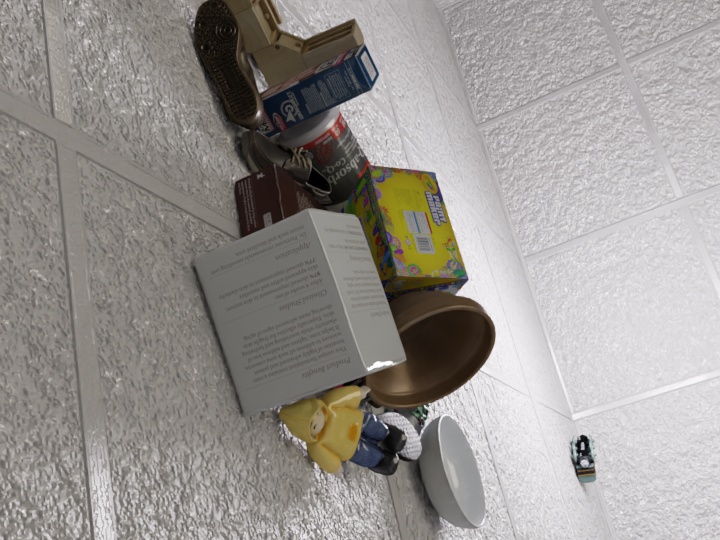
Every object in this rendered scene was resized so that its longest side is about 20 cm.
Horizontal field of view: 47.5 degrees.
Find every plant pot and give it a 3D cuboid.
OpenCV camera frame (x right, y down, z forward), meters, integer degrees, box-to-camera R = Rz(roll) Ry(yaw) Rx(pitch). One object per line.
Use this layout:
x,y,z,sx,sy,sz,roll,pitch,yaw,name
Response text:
0.082,0.096,1.156,0.201,0.201,0.093,47,9,-48,plant pot

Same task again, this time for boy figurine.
-0.023,0.206,1.078,0.200,0.064,0.125,35,73,-43,boy figurine

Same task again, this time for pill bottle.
-0.044,-0.174,1.403,0.200,0.116,0.116,56,22,-31,pill bottle

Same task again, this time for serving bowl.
0.151,0.357,1.436,0.200,0.066,0.200,55,23,-37,serving bowl

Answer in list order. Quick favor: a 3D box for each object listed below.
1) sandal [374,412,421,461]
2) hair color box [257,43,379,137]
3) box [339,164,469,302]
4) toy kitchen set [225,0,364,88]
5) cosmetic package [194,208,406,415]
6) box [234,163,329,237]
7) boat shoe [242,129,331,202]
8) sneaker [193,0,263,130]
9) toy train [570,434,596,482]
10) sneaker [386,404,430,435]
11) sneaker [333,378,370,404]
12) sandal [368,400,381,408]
0.023,0.253,1.244,0.200,0.048,0.075,21,50,-49,sandal
-0.076,-0.285,1.304,0.061,0.200,0.100,62,19,-20,hair color box
0.047,-0.021,1.260,0.122,0.193,0.200,3,57,-26,box
-0.113,-0.455,1.417,0.163,0.180,0.200,-84,151,-56,toy kitchen set
-0.070,0.049,1.007,0.166,0.167,0.200,-1,72,-71,cosmetic package
-0.097,-0.061,1.203,0.200,0.075,0.100,41,33,-57,box
-0.111,-0.166,1.274,0.200,0.073,0.075,38,35,-56,boat shoe
-0.198,-0.304,1.231,0.076,0.070,0.200,72,2,-84,sneaker
0.776,0.647,2.835,0.200,0.085,0.114,-49,128,-71,toy train
0.096,0.221,1.399,0.074,0.087,0.200,55,23,-35,sneaker
-0.032,0.121,1.198,0.200,0.079,0.095,53,13,-42,sneaker
0.003,0.120,1.305,0.082,0.055,0.200,26,45,-63,sandal
